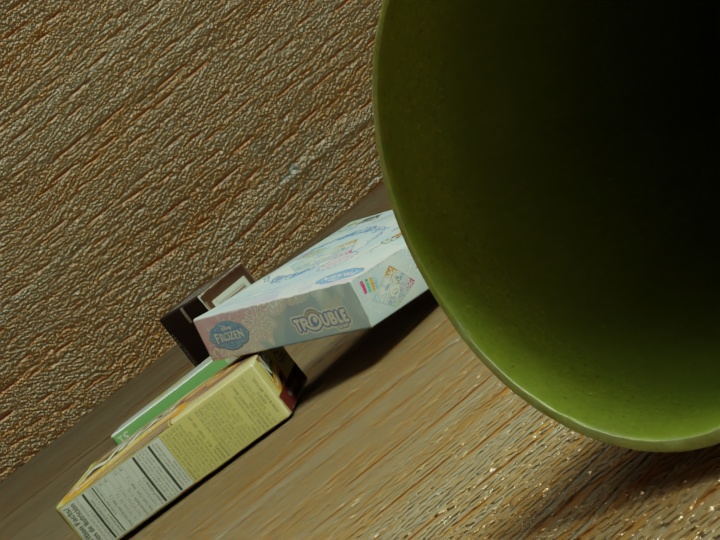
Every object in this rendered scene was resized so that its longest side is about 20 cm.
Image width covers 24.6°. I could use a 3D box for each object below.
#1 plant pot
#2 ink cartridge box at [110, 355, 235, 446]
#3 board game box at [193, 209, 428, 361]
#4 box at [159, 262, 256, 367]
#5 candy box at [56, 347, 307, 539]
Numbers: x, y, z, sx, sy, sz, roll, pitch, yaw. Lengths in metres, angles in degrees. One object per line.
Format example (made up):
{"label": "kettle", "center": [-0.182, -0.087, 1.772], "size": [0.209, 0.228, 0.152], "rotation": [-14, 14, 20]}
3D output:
{"label": "plant pot", "center": [0.140, -0.062, 0.565], "size": [0.200, 0.187, 0.187], "rotation": [-23, -5, -36]}
{"label": "ink cartridge box", "center": [-0.184, 0.144, 1.676], "size": [0.145, 0.048, 0.200], "rotation": [-37, 2, 0]}
{"label": "board game box", "center": [0.000, 0.000, 1.313], "size": [0.199, 0.043, 0.200], "rotation": [-32, 12, -40]}
{"label": "box", "center": [-0.167, 0.063, 1.991], "size": [0.075, 0.100, 0.200], "rotation": [-40, 4, -20]}
{"label": "candy box", "center": [-0.141, 0.138, 1.328], "size": [0.200, 0.055, 0.115], "rotation": [-37, 5, 10]}
